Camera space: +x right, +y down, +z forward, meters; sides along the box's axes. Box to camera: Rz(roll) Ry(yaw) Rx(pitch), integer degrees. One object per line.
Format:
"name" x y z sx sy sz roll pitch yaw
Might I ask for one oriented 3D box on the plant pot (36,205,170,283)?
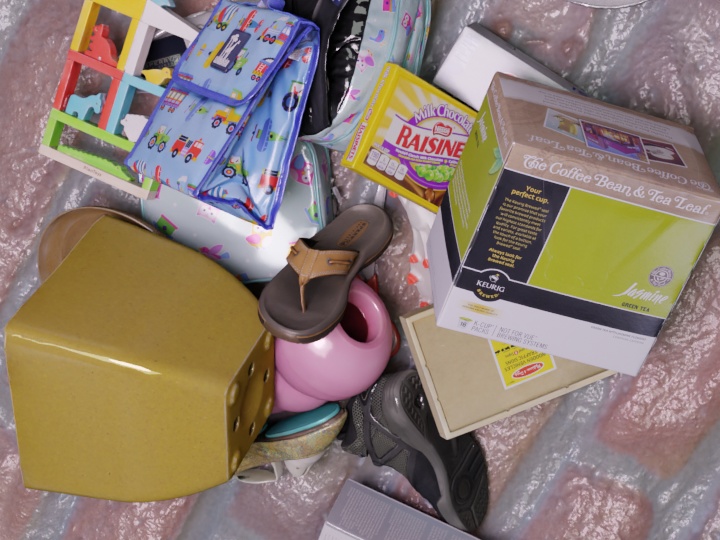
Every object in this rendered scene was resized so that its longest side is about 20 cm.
"plant pot" -0.234 0.018 1.486 0.198 0.028 0.202 16 128 21

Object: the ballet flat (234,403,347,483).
"ballet flat" -0.084 0.182 1.507 0.199 0.071 0.071 -15 98 35

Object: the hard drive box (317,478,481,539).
"hard drive box" 0.044 0.326 1.497 0.198 0.077 0.157 25 124 7

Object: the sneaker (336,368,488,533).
"sneaker" 0.051 0.182 1.497 0.114 0.076 0.200 -5 129 45

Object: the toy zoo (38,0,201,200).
"toy zoo" -0.227 -0.186 1.444 0.130 0.020 0.202 23 101 15

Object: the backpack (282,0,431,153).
"backpack" -0.012 -0.213 1.386 0.166 0.126 0.202 10 91 53

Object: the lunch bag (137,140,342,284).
"lunch bag" -0.118 -0.070 1.478 0.198 0.077 0.162 -3 99 12

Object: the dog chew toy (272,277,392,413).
"dog chew toy" -0.058 0.082 1.462 0.125 0.124 0.200 54 135 -2

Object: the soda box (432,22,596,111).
"soda box" 0.170 -0.156 1.406 0.199 0.068 0.064 33 106 4

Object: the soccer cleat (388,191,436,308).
"soccer cleat" 0.078 -0.044 1.451 0.069 0.077 0.202 7 121 47

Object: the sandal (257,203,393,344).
"sandal" -0.031 -0.009 1.373 0.081 0.200 0.055 20 137 25

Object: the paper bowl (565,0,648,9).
"paper bowl" 0.225 -0.339 1.342 0.198 0.104 0.203 2 100 12

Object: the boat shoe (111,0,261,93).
"boat shoe" -0.152 -0.218 1.462 0.198 0.065 0.074 -22 95 15

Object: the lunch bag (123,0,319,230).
"lunch bag" -0.111 -0.157 1.357 0.094 0.150 0.202 24 89 -37

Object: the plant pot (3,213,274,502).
"plant pot" -0.188 0.096 1.378 0.198 0.196 0.196 13 128 14

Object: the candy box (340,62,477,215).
"candy box" 0.079 -0.105 1.383 0.199 0.026 0.103 25 86 -36

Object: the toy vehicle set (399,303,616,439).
"toy vehicle set" 0.150 0.069 1.434 0.198 0.027 0.125 -20 96 -10

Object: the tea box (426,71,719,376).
"tea box" 0.183 -0.040 1.315 0.198 0.134 0.198 15 123 -12

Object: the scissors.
"scissors" 0.000 0.000 1.499 0.072 0.014 0.202 -1 102 14
